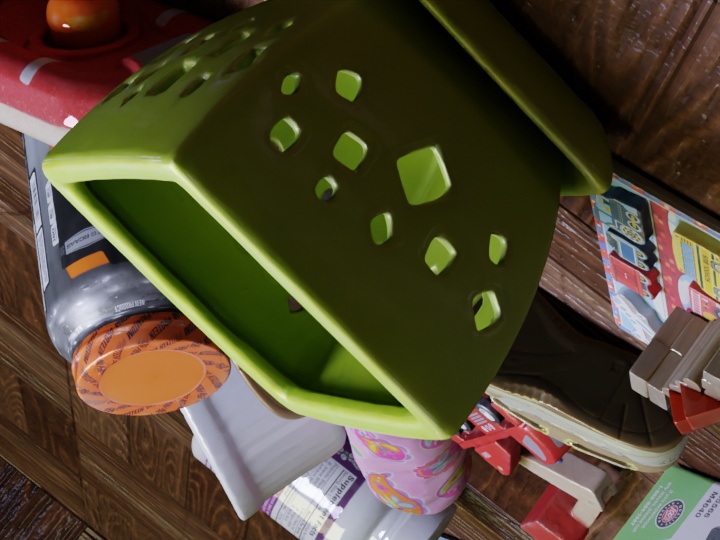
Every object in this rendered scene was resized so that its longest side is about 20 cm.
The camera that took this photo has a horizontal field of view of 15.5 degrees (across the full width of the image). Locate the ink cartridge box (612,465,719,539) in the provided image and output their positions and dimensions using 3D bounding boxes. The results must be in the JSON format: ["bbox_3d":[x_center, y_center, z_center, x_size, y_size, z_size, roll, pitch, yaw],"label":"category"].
[{"bbox_3d":[0.229,0.217,1.592,0.200,0.146,0.084,17,153,54],"label":"ink cartridge box"}]

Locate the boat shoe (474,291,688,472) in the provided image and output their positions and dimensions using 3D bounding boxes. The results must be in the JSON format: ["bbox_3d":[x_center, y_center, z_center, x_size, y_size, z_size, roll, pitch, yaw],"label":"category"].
[{"bbox_3d":[0.106,0.062,1.573,0.200,0.074,0.066,33,158,23],"label":"boat shoe"}]

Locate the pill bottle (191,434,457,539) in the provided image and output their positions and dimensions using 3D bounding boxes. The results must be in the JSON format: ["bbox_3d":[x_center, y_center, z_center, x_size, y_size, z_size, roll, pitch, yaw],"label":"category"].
[{"bbox_3d":[-0.026,0.159,2.092,0.200,0.112,0.112,37,165,8],"label":"pill bottle"}]

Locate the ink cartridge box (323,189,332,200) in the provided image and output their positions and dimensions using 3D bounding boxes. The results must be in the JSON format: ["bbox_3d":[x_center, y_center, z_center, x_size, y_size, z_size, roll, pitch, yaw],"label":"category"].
[{"bbox_3d":[0.000,0.000,1.694,0.200,0.044,0.094,39,165,5],"label":"ink cartridge box"}]

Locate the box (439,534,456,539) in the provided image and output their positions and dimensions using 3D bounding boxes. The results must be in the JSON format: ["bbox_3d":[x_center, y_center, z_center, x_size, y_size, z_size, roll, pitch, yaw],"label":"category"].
[{"bbox_3d":[0.080,0.282,2.293,0.117,0.060,0.200,48,163,-29],"label":"box"}]

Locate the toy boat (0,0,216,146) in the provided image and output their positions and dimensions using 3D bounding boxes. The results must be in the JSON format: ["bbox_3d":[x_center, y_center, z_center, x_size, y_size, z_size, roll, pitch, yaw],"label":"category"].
[{"bbox_3d":[-0.165,-0.153,1.556,0.200,0.130,0.131,23,128,44],"label":"toy boat"}]

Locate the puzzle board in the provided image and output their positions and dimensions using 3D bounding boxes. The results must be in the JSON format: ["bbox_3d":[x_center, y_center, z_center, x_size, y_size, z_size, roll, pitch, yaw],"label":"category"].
[{"bbox_3d":[0.186,0.023,1.383,0.150,0.017,0.200,33,164,24],"label":"puzzle board"}]

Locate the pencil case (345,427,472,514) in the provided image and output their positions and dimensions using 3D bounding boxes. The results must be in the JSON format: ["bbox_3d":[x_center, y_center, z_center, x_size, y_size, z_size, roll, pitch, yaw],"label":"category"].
[{"bbox_3d":[0.029,0.100,1.857,0.087,0.088,0.200,32,163,24],"label":"pencil case"}]

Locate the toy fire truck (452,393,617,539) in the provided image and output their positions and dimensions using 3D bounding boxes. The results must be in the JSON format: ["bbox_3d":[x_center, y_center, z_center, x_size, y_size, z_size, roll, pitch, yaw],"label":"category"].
[{"bbox_3d":[0.122,0.122,1.757,0.141,0.049,0.200,40,164,-6],"label":"toy fire truck"}]

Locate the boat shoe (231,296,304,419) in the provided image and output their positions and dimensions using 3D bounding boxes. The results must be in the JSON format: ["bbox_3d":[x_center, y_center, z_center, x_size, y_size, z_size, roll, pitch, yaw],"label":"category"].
[{"bbox_3d":[-0.077,0.006,1.789,0.201,0.072,0.072,61,176,0],"label":"boat shoe"}]

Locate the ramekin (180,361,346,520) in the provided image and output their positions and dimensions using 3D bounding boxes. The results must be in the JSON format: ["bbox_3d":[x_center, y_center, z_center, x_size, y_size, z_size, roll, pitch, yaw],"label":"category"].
[{"bbox_3d":[-0.091,0.069,1.902,0.201,0.097,0.200,61,175,10],"label":"ramekin"}]

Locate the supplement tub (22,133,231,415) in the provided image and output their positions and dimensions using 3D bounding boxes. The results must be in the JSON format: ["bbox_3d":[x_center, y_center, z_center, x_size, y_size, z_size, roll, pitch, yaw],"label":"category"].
[{"bbox_3d":[-0.142,-0.020,1.651,0.123,0.122,0.201,68,-171,-61],"label":"supplement tub"}]

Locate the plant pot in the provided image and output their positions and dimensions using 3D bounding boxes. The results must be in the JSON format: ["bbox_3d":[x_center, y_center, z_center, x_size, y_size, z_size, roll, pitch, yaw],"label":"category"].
[{"bbox_3d":[-0.008,-0.052,1.305,0.200,0.182,0.199,44,165,-20],"label":"plant pot"}]

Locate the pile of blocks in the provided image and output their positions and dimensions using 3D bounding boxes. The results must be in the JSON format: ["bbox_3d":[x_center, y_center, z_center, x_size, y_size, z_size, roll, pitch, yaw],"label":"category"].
[{"bbox_3d":[0.197,0.062,1.324,0.082,0.062,0.200,41,165,-11],"label":"pile of blocks"}]
